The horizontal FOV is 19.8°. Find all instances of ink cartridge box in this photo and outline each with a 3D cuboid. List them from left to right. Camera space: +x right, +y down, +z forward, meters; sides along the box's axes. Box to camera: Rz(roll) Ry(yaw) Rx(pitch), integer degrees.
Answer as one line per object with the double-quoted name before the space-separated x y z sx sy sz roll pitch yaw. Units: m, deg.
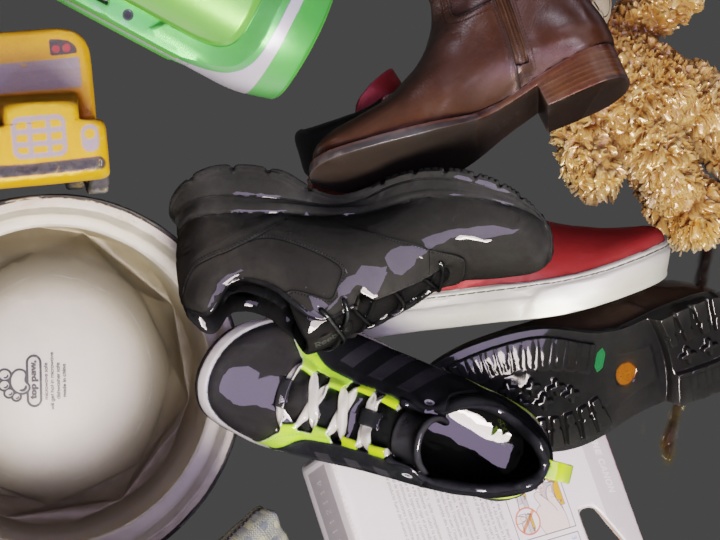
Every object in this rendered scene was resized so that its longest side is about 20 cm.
"ink cartridge box" 0.079 0.178 1.146 0.175 0.045 0.202 -11 75 -30

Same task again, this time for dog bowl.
"dog bowl" -0.165 0.059 1.100 0.198 0.074 0.202 -1 94 -13

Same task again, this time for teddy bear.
"teddy bear" 0.158 -0.101 1.174 0.144 0.067 0.201 -34 100 -12

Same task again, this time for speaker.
"speaker" -0.116 -0.169 1.096 0.199 0.088 0.089 28 86 -13

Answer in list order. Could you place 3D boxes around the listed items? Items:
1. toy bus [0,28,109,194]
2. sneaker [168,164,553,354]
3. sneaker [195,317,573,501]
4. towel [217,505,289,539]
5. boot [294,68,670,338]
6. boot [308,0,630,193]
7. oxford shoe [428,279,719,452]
"toy bus" -0.168 -0.077 1.028 0.064 0.200 0.079 -5 94 -13
"sneaker" 0.000 0.000 1.058 0.198 0.076 0.091 -1 60 2
"sneaker" 0.015 0.071 1.064 0.198 0.083 0.072 14 88 -9
"towel" -0.086 0.233 1.030 0.193 0.034 0.201 -44 139 -20
"boot" 0.066 -0.044 1.135 0.198 0.072 0.146 -7 92 6
"boot" 0.028 -0.154 1.115 0.185 0.064 0.201 -18 70 -12
"oxford shoe" 0.119 0.052 1.164 0.198 0.084 0.073 -11 109 -16
